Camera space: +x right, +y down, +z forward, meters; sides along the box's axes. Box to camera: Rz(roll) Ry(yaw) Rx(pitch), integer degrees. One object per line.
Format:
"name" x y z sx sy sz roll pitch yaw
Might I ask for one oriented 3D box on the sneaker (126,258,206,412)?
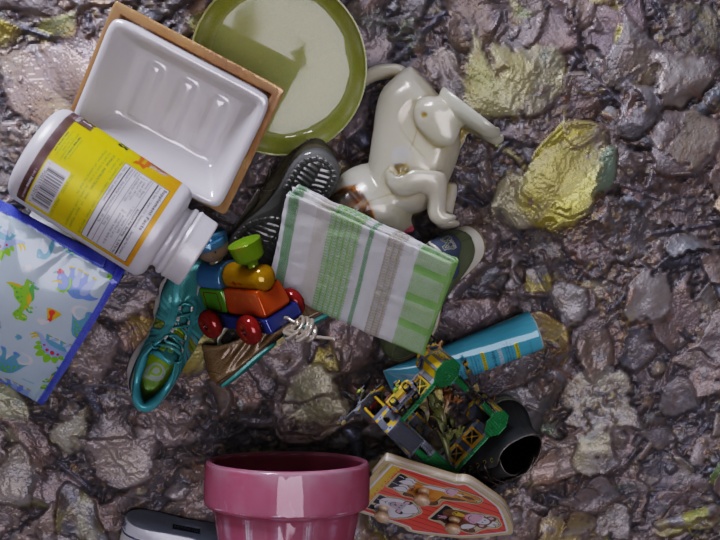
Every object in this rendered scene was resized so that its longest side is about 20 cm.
"sneaker" -0.217 0.078 1.165 0.077 0.080 0.201 21 100 -13

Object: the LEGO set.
"LEGO set" 0.073 0.159 1.199 0.200 0.116 0.154 35 93 -42

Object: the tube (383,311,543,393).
"tube" 0.129 0.111 1.242 0.199 0.051 0.078 -22 130 0

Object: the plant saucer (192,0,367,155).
"plant saucer" -0.091 -0.231 1.111 0.198 0.031 0.202 1 109 2

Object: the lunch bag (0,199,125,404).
"lunch bag" -0.369 0.021 1.081 0.169 0.128 0.200 29 129 -15

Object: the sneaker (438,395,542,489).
"sneaker" 0.146 0.257 1.253 0.075 0.106 0.201 33 99 -15

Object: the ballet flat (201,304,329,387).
"ballet flat" -0.108 0.061 1.193 0.199 0.068 0.073 -33 87 5

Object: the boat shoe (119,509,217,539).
"boat shoe" -0.210 0.372 1.249 0.201 0.075 0.087 16 102 -10

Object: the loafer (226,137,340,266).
"loafer" -0.086 -0.074 1.138 0.075 0.070 0.200 31 124 -21

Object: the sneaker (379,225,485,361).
"sneaker" 0.065 0.032 1.164 0.067 0.090 0.201 44 119 21

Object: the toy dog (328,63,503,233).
"toy dog" 0.043 -0.118 1.123 0.193 0.140 0.201 35 98 -2

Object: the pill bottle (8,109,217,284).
"pill bottle" -0.252 -0.070 1.025 0.199 0.109 0.110 33 98 -10

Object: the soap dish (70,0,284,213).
"soap dish" -0.201 -0.177 1.076 0.199 0.081 0.158 27 111 -6

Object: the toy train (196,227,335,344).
"toy train" -0.108 0.013 1.076 0.084 0.199 0.116 -33 115 -39

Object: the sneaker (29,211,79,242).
"sneaker" -0.274 -0.071 1.118 0.198 0.075 0.100 6 105 -10

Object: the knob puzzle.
"knob puzzle" 0.096 0.298 1.216 0.218 0.031 0.220 9 145 7

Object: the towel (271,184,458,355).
"towel" 0.000 0.000 1.091 0.199 0.031 0.150 24 132 9

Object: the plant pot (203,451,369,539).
"plant pot" -0.088 0.313 1.163 0.198 0.200 0.181 2 87 -9
